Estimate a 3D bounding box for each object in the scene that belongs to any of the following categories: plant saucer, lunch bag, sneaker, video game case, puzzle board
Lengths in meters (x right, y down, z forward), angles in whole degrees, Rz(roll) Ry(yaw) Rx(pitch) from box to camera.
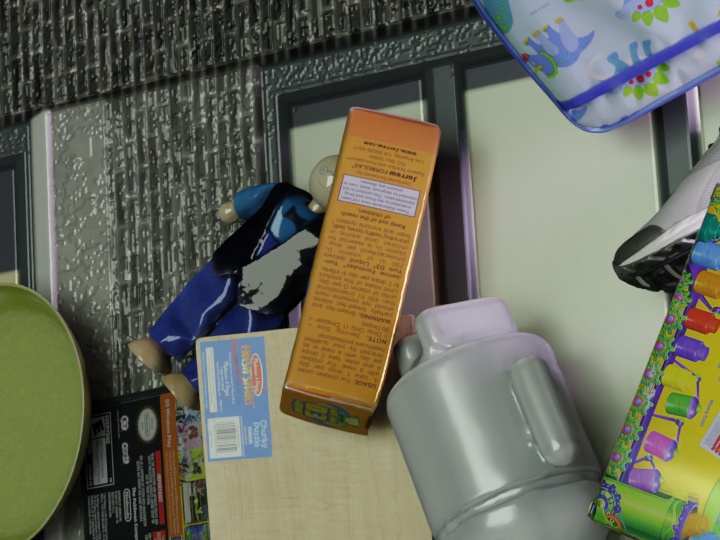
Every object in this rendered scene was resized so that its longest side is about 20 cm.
[{"bbox_3d":[-0.259,0.110,1.774,0.199,0.031,0.201,-9,76,40],"label":"plant saucer"},{"bbox_3d":[0.179,-0.185,1.495,0.199,0.161,0.083,-26,26,26],"label":"lunch bag"},{"bbox_3d":[0.236,-0.058,1.490,0.200,0.074,0.080,-38,55,15],"label":"sneaker"},{"bbox_3d":[-0.115,0.177,1.691,0.180,0.025,0.201,-13,74,30],"label":"video game case"},{"bbox_3d":[-0.028,0.136,1.616,0.150,0.017,0.201,-6,83,11],"label":"puzzle board"}]

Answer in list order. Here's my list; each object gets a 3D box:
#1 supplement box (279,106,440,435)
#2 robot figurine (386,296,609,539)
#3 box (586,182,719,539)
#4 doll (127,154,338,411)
[{"bbox_3d":[0.000,0.000,1.583,0.068,0.067,0.201,11,70,0],"label":"supplement box"},{"bbox_3d":[0.087,0.118,1.522,0.170,0.112,0.201,123,131,-59],"label":"robot figurine"},{"bbox_3d":[0.261,0.084,1.328,0.192,0.122,0.201,20,85,33],"label":"box"},{"bbox_3d":[-0.065,0.004,1.668,0.200,0.048,0.136,-49,59,5],"label":"doll"}]
